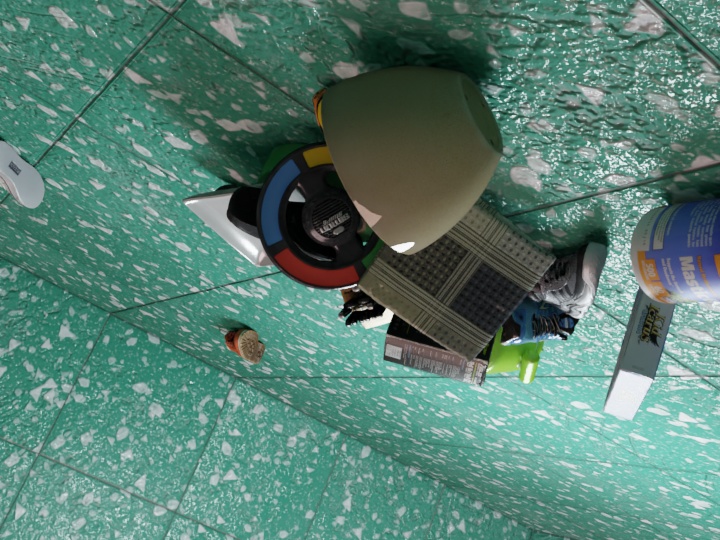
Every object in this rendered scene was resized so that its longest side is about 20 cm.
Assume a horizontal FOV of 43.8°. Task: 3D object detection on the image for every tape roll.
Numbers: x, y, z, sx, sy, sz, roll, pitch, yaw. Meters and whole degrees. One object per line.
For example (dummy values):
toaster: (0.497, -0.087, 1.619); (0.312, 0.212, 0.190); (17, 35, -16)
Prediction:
tape roll: (-0.052, -0.111, 1.319); (0.200, 0.048, 0.200); (20, 162, 7)

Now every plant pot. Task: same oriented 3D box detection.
plant pot: (0.070, -0.134, 0.942); (0.134, 0.201, 0.200); (-25, 138, 25)

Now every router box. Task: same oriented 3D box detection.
router box: (0.131, 0.063, 1.320); (0.150, 0.200, 0.062); (14, 136, 10)

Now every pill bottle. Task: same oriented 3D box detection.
pill bottle: (0.397, -0.023, 0.941); (0.112, 0.112, 0.200); (33, 160, -28)

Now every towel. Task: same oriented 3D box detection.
towel: (0.124, -0.003, 1.190); (0.200, 0.193, 0.035); (35, -164, -6)

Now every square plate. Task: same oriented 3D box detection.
square plate: (-0.130, -0.072, 1.340); (0.198, 0.029, 0.200); (-7, 147, 30)

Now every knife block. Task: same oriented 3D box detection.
knife block: (0.000, 0.000, 1.340); (0.064, 0.200, 0.176); (-17, 141, 15)

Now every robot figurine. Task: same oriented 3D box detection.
robot figurine: (0.215, 0.107, 1.438); (0.200, 0.116, 0.176); (2, -139, -46)

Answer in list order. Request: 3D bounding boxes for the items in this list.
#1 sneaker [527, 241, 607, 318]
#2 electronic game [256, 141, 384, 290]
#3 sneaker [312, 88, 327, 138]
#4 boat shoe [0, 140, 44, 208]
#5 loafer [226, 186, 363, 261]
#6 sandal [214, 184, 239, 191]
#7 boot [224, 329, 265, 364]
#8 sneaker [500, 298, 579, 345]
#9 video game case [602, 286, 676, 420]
sneaker: (0.267, 0.006, 1.222); (0.114, 0.076, 0.200); (16, 163, 11)
electronic game: (-0.039, -0.072, 1.196); (0.200, 0.200, 0.042); (27, -174, -11)
sneaker: (0.006, -0.154, 1.119); (0.090, 0.070, 0.200); (53, -177, 39)
boat shoe: (-0.714, -0.199, 1.811); (0.066, 0.072, 0.200); (20, 161, 22)
loafer: (-0.092, -0.060, 1.259); (0.200, 0.073, 0.072); (24, 163, -12)
sandal: (-0.152, -0.103, 1.445); (0.200, 0.082, 0.055); (24, 141, 19)
boot: (-0.333, 0.197, 2.453); (0.107, 0.075, 0.200); (24, 163, 11)
sneaker: (0.268, 0.068, 1.314); (0.090, 0.079, 0.200); (11, -167, 29)
video game case: (0.366, 0.080, 1.148); (0.045, 0.182, 0.200); (16, 161, 15)
